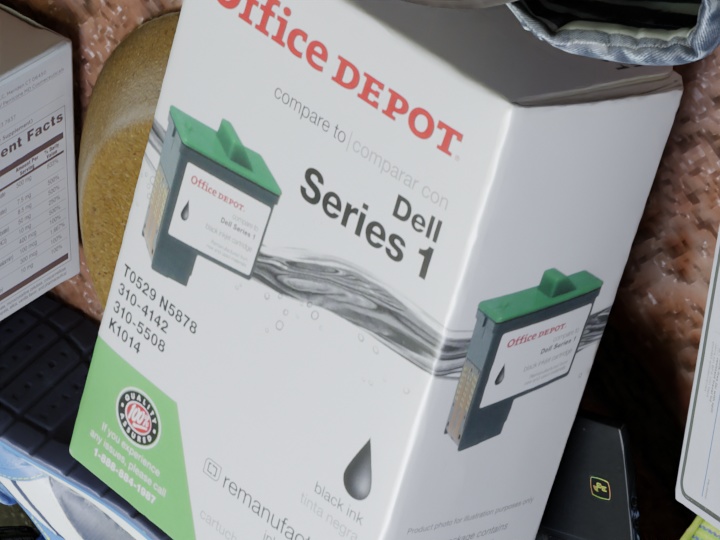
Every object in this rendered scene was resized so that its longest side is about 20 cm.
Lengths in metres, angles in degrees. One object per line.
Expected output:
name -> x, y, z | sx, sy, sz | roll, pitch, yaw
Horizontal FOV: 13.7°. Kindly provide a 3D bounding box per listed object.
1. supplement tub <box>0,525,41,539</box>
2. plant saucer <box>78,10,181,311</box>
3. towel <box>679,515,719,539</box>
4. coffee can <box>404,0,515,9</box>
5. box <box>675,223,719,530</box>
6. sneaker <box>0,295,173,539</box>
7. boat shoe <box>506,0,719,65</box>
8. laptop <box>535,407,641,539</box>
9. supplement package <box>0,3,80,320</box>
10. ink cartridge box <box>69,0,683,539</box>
supplement tub -> -0.114, 0.199, 1.190 | 0.200, 0.122, 0.123 | 42, 145, 49
plant saucer -> -0.038, 0.004, 1.082 | 0.200, 0.035, 0.201 | 26, 134, 30
towel -> 0.171, 0.138, 0.900 | 0.200, 0.144, 0.023 | 33, 172, 25
coffee can -> 0.064, -0.171, 0.720 | 0.146, 0.200, 0.147 | 26, 134, 30
box -> 0.166, 0.042, 0.796 | 0.200, 0.060, 0.117 | 36, 121, 59
sneaker -> -0.106, 0.086, 1.183 | 0.200, 0.074, 0.082 | 41, 142, 17
boat shoe -> 0.044, -0.122, 0.862 | 0.200, 0.091, 0.071 | 23, 132, 32
laptop -> 0.003, 0.139, 1.016 | 0.177, 0.103, 0.201 | 15, 122, 40
supplement package -> -0.231, -0.050, 1.135 | 0.199, 0.156, 0.111 | 28, 134, 31
ink cartridge box -> 0.000, 0.000, 0.945 | 0.146, 0.084, 0.201 | 34, 120, 36
